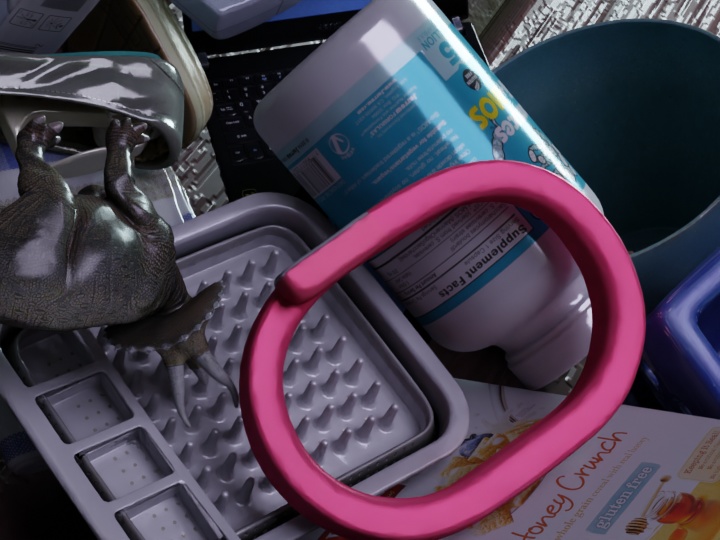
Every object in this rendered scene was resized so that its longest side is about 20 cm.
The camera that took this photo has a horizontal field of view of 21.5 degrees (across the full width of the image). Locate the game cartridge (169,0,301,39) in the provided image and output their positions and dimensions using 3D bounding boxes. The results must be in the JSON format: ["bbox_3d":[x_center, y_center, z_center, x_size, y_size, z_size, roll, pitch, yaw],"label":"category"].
[{"bbox_3d":[-0.051,-0.217,1.032,0.133,0.041,0.200,39,62,9],"label":"game cartridge"}]

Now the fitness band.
[{"bbox_3d":[0.038,0.036,0.863,0.199,0.037,0.144,-33,90,-20],"label":"fitness band"}]

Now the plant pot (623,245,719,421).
[{"bbox_3d":[0.256,0.060,0.989,0.200,0.180,0.200,-37,83,-15],"label":"plant pot"}]

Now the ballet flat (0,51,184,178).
[{"bbox_3d":[-0.180,-0.077,0.927,0.198,0.067,0.064,1,68,-21],"label":"ballet flat"}]

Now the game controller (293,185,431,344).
[{"bbox_3d":[0.000,0.000,1.011,0.104,0.042,0.201,35,75,0],"label":"game controller"}]

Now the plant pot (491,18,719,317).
[{"bbox_3d":[0.153,-0.031,1.128,0.135,0.199,0.201,62,32,-42],"label":"plant pot"}]

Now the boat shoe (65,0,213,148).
[{"bbox_3d":[-0.133,-0.158,1.045,0.065,0.072,0.201,-24,74,-43],"label":"boat shoe"}]

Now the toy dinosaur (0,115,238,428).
[{"bbox_3d":[-0.129,-0.010,0.805,0.199,0.077,0.103,16,45,-39],"label":"toy dinosaur"}]

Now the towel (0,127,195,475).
[{"bbox_3d":[-0.141,0.000,0.949,0.146,0.024,0.201,-14,66,-30],"label":"towel"}]

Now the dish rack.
[{"bbox_3d":[-0.065,0.060,0.894,0.199,0.044,0.172,-25,64,-32],"label":"dish rack"}]

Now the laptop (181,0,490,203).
[{"bbox_3d":[-0.004,-0.138,1.064,0.176,0.104,0.201,-10,57,-14],"label":"laptop"}]

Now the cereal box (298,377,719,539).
[{"bbox_3d":[0.086,0.113,0.882,0.144,0.199,0.040,-42,126,-40],"label":"cereal box"}]

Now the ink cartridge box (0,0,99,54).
[{"bbox_3d":[-0.183,-0.208,0.971,0.047,0.160,0.201,1,62,-39],"label":"ink cartridge box"}]

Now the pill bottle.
[{"bbox_3d":[0.047,-0.037,0.955,0.200,0.111,0.111,49,45,-5],"label":"pill bottle"}]
